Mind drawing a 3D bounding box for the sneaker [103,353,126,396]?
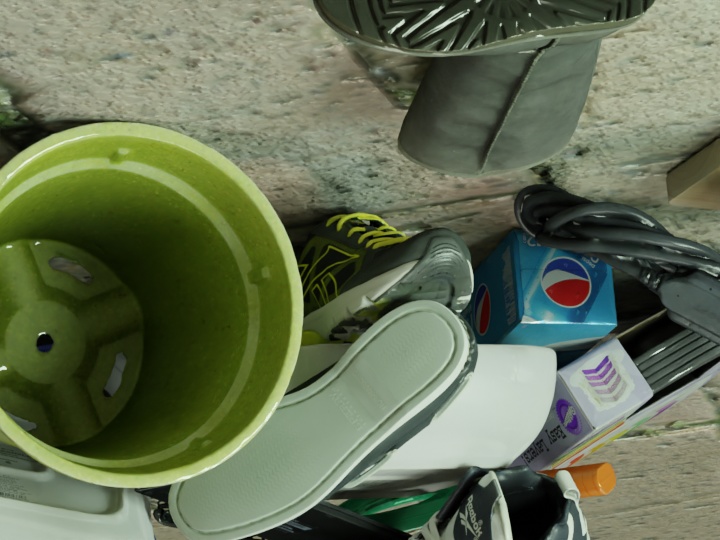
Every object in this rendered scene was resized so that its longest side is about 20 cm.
[{"bbox_3d":[-0.090,0.067,1.722,0.199,0.075,0.115,12,157,-32],"label":"sneaker"}]

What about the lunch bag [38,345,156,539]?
[{"bbox_3d":[-0.208,0.167,1.794,0.123,0.201,0.170,-4,160,1],"label":"lunch bag"}]

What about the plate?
[{"bbox_3d":[-0.221,0.127,1.603,0.199,0.032,0.200,13,-163,-12],"label":"plate"}]

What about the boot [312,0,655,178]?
[{"bbox_3d":[0.047,-0.107,1.296,0.181,0.073,0.200,3,166,-13],"label":"boot"}]

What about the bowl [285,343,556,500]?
[{"bbox_3d":[0.007,0.097,1.610,0.199,0.075,0.200,1,166,-30],"label":"bowl"}]

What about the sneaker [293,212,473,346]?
[{"bbox_3d":[0.000,0.000,1.532,0.074,0.085,0.200,0,164,-28],"label":"sneaker"}]

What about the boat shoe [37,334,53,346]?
[{"bbox_3d":[-0.287,0.049,1.657,0.201,0.063,0.074,-6,159,0],"label":"boat shoe"}]

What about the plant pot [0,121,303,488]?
[{"bbox_3d":[-0.158,0.030,1.478,0.200,0.201,0.184,4,170,-22],"label":"plant pot"}]

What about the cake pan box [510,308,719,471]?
[{"bbox_3d":[0.177,0.074,1.719,0.184,0.052,0.200,-29,170,-27],"label":"cake pan box"}]

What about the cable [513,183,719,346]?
[{"bbox_3d":[0.184,-0.005,1.540,0.200,0.051,0.163,26,-171,1],"label":"cable"}]

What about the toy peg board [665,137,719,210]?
[{"bbox_3d":[0.313,-0.035,1.486,0.199,0.098,0.199,6,158,-24],"label":"toy peg board"}]

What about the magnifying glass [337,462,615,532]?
[{"bbox_3d":[0.072,0.147,1.678,0.200,0.022,0.080,-13,-172,32],"label":"magnifying glass"}]

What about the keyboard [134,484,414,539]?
[{"bbox_3d":[-0.062,0.152,1.612,0.127,0.021,0.200,-14,152,37],"label":"keyboard"}]

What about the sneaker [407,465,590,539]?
[{"bbox_3d":[0.051,0.173,1.566,0.199,0.080,0.130,-14,145,-12],"label":"sneaker"}]

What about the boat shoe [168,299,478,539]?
[{"bbox_3d":[-0.017,0.093,1.472,0.200,0.076,0.060,-31,161,8],"label":"boat shoe"}]

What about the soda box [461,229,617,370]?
[{"bbox_3d":[0.101,0.038,1.698,0.068,0.064,0.200,2,160,-16],"label":"soda box"}]
